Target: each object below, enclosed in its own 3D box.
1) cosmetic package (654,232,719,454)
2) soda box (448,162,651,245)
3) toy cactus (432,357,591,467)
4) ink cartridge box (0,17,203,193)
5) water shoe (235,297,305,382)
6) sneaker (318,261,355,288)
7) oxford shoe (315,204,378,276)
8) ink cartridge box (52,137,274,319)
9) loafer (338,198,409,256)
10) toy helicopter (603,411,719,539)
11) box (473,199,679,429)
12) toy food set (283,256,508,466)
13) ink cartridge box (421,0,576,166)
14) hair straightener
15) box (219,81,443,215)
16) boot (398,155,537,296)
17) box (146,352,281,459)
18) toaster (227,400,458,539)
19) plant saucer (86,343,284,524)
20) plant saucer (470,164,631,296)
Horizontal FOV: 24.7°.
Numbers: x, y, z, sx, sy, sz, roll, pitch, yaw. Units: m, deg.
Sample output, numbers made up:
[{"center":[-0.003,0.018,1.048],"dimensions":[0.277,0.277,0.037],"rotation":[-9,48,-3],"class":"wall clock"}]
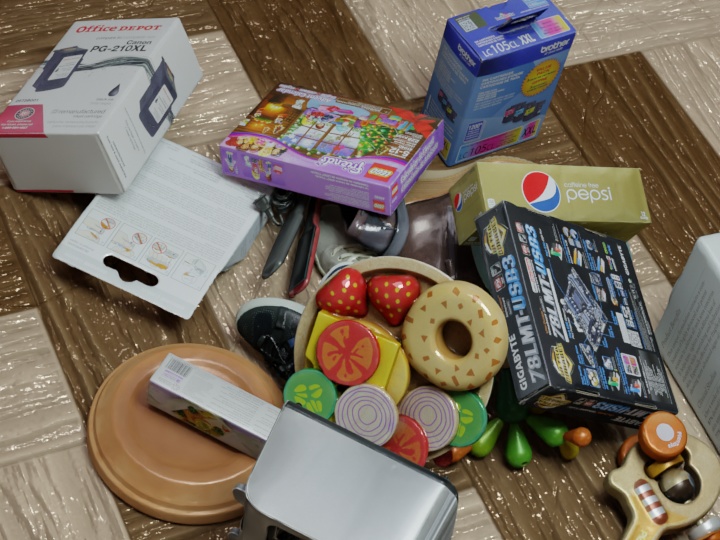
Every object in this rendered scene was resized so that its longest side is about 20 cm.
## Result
[{"center":[0.426,0.077,1.652],"dimensions":[0.165,0.168,0.201],"rotation":[-12,54,-20],"class":"cosmetic package"},{"center":[0.195,-0.066,1.680],"dimensions":[0.198,0.068,0.065],"rotation":[0,68,-26],"class":"soda box"},{"center":[0.146,0.109,1.586],"dimensions":[0.198,0.102,0.167],"rotation":[-6,89,-28],"class":"toy cactus"},{"center":[-0.276,-0.177,1.737],"dimensions":[0.143,0.085,0.201],"rotation":[2,44,26],"class":"ink cartridge box"},{"center":[-0.045,0.096,1.591],"dimensions":[0.199,0.072,0.079],"rotation":[29,41,12],"class":"water shoe"},{"center":[0.046,0.069,1.595],"dimensions":[0.199,0.080,0.077],"rotation":[34,85,-14],"class":"sneaker"},{"center":[0.000,0.000,1.699],"dimensions":[0.074,0.058,0.201],"rotation":[-11,51,-15],"class":"oxford shoe"},{"center":[-0.200,-0.039,1.701],"dimensions":[0.161,0.050,0.201],"rotation":[24,54,8],"class":"ink cartridge box"},{"center":[0.001,-0.085,1.732],"dimensions":[0.062,0.072,0.201],"rotation":[16,28,-22],"class":"loafer"},{"center":[0.282,0.243,1.558],"dimensions":[0.132,0.079,0.200],"rotation":[34,62,6],"class":"toy helicopter"},{"center":[0.210,0.046,1.599],"dimensions":[0.197,0.050,0.202],"rotation":[13,53,-41],"class":"box"},{"center":[0.030,0.088,1.506],"dimensions":[0.198,0.200,0.049],"rotation":[21,13,12],"class":"toy food set"},{"center":[0.153,-0.224,1.827],"dimensions":[0.136,0.201,0.077],"rotation":[-21,57,-26],"class":"ink cartridge box"},{"center":[-0.071,-0.069,1.710],"dimensions":[0.077,0.041,0.201],"rotation":[32,51,-21],"class":"hair straightener"},{"center":[-0.029,-0.130,1.718],"dimensions":[0.198,0.039,0.137],"rotation":[15,42,21],"class":"box"},{"center":[0.123,-0.036,1.760],"dimensions":[0.198,0.073,0.168],"rotation":[-4,59,-13],"class":"boot"},{"center":[-0.103,0.142,1.518],"dimensions":[0.199,0.039,0.042],"rotation":[25,51,10],"class":"box"},{"center":[-0.013,0.233,1.419],"dimensions":[0.199,0.181,0.119],"rotation":[25,54,9],"class":"toaster"},{"center":[-0.158,0.145,1.554],"dimensions":[0.198,0.038,0.201],"rotation":[7,49,-8],"class":"plant saucer"},{"center":[0.212,-0.027,1.735],"dimensions":[0.199,0.039,0.203],"rotation":[10,65,-22],"class":"plant saucer"}]
